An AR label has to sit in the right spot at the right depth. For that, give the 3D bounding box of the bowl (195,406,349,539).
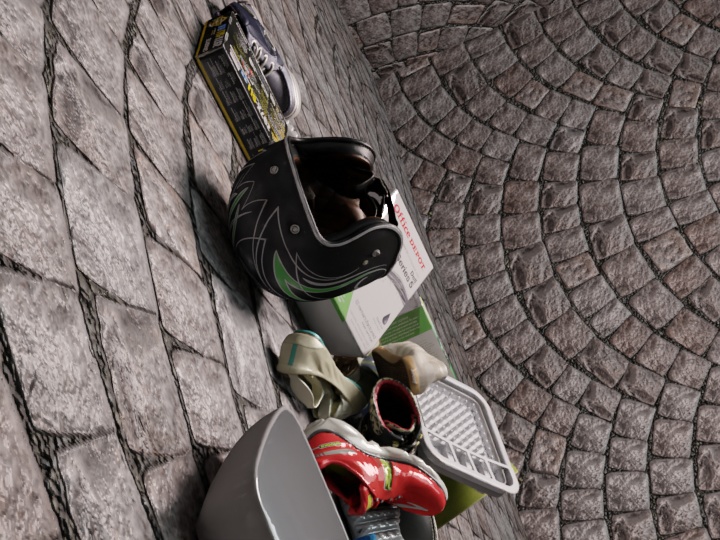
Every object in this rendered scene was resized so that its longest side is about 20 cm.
[{"bbox_3d":[-0.069,0.235,0.896,0.200,0.074,0.202,-66,133,-77],"label":"bowl"}]

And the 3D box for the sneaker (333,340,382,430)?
[{"bbox_3d":[0.001,0.162,1.506,0.200,0.066,0.091,-49,118,-74],"label":"sneaker"}]

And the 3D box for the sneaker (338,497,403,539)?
[{"bbox_3d":[0.017,0.324,1.251,0.201,0.074,0.082,59,-43,46],"label":"sneaker"}]

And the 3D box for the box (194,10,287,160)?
[{"bbox_3d":[-0.164,-0.250,1.515,0.160,0.049,0.201,-91,158,-59],"label":"box"}]

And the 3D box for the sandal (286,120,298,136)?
[{"bbox_3d":[-0.101,-0.164,1.709,0.204,0.049,0.083,59,-10,21],"label":"sandal"}]

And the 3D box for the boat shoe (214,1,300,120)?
[{"bbox_3d":[-0.164,-0.324,1.650,0.201,0.074,0.093,61,16,-1],"label":"boat shoe"}]

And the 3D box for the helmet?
[{"bbox_3d":[-0.062,-0.059,1.241,0.200,0.189,0.203,177,-90,-69],"label":"helmet"}]

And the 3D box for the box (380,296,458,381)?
[{"bbox_3d":[0.067,0.155,1.652,0.036,0.143,0.201,-103,169,-65],"label":"box"}]

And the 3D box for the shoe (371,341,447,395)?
[{"bbox_3d":[0.061,0.131,1.393,0.200,0.053,0.071,-179,-107,-76],"label":"shoe"}]

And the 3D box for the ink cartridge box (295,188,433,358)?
[{"bbox_3d":[0.000,0.000,1.486,0.200,0.083,0.146,-51,127,-35],"label":"ink cartridge box"}]

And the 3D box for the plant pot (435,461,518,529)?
[{"bbox_3d":[0.102,0.268,1.580,0.201,0.186,0.187,56,6,13],"label":"plant pot"}]

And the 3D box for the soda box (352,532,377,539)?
[{"bbox_3d":[0.023,0.380,1.122,0.064,0.067,0.201,-92,159,-65],"label":"soda box"}]

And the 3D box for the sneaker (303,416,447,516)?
[{"bbox_3d":[0.011,0.246,1.211,0.199,0.077,0.085,27,38,-19],"label":"sneaker"}]

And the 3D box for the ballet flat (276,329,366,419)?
[{"bbox_3d":[-0.048,0.146,1.293,0.200,0.069,0.070,55,16,-50],"label":"ballet flat"}]

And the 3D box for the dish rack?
[{"bbox_3d":[0.124,0.221,1.455,0.171,0.044,0.201,28,28,-28],"label":"dish rack"}]

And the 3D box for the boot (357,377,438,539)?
[{"bbox_3d":[0.049,0.246,1.320,0.154,0.073,0.205,100,-27,-60],"label":"boot"}]
